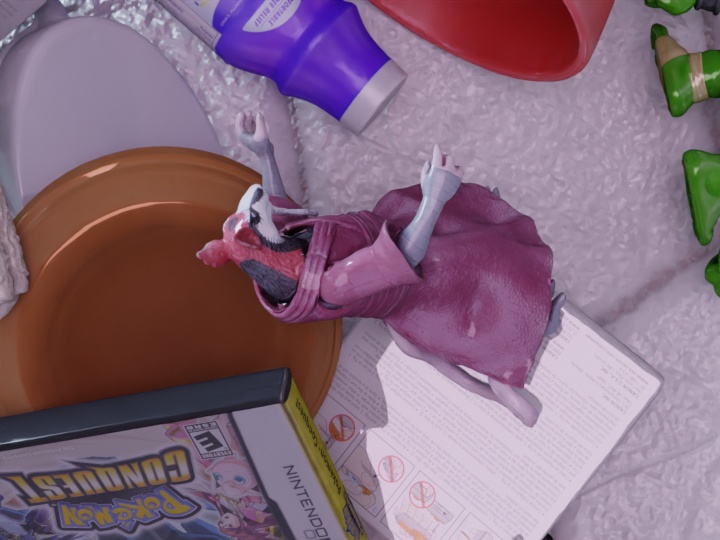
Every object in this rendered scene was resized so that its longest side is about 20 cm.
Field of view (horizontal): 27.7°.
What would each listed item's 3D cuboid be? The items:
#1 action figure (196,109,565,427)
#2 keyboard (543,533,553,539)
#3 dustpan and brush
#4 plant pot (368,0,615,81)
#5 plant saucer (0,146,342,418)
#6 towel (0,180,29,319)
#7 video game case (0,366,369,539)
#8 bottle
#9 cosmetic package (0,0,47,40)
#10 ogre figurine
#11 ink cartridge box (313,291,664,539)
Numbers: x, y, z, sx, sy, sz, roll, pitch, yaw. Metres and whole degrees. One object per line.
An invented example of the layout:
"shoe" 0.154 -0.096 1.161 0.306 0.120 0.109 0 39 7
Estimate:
"action figure" 0.000 0.000 0.749 0.199 0.134 0.150 -2 105 -37
"keyboard" 0.029 0.224 0.855 0.104 0.040 0.201 30 82 -18
"dustpan and brush" -0.164 -0.121 0.834 0.139 0.057 0.201 -14 87 -37
"plant pot" 0.082 -0.232 0.795 0.200 0.200 0.178 33 78 0
"plant saucer" -0.105 0.035 0.782 0.199 0.037 0.202 -3 105 -13
"towel" -0.250 -0.062 0.742 0.132 0.034 0.201 -13 93 13
"video game case" -0.101 0.138 0.779 0.199 0.026 0.181 -11 128 15
"bottle" -0.062 -0.160 0.842 0.200 0.065 0.084 42 87 0
"cosmetic package" -0.212 -0.187 0.798 0.200 0.074 0.102 -36 54 10
"ogre figurine" 0.237 -0.090 0.831 0.119 0.098 0.201 -12 78 10
"ink cartridge box" 0.051 0.091 0.840 0.161 0.050 0.200 39 94 9
